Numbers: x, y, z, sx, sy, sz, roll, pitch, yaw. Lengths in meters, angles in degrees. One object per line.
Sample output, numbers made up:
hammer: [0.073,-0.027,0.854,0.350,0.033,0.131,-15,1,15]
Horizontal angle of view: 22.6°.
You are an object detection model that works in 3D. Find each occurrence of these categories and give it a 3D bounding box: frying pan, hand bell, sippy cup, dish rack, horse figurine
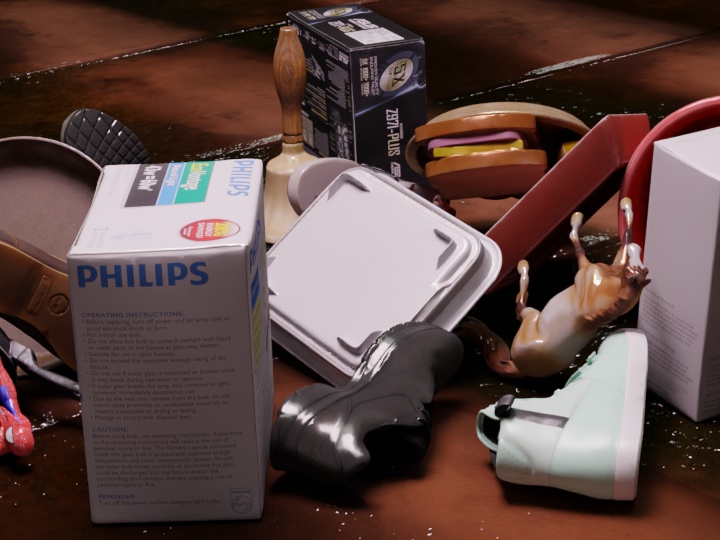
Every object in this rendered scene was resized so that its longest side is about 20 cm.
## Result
frying pan: [-0.288,0.054,1.394,0.189,0.115,0.031,1,50,39]
hand bell: [-0.066,-0.136,1.751,0.103,0.202,0.104,-2,21,1]
sippy cup: [-0.267,-0.031,1.591,0.139,0.179,0.130,-32,-8,7]
dish rack: [0.000,0.000,1.454,0.172,0.044,0.200,-47,46,-10]
horse figurine: [0.158,0.027,1.406,0.050,0.200,0.133,30,36,-26]

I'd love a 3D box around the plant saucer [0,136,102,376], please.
plant saucer: [-0.282,-0.010,1.501,0.198,0.202,0.032,0,-10,8]

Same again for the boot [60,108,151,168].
boot: [-0.246,-0.092,1.735,0.130,0.200,0.068,20,73,44]

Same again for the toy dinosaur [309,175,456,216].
toy dinosaur: [0.005,-0.028,1.630,0.199,0.106,0.181,-6,-3,28]

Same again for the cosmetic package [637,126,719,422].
cosmetic package: [0.276,-0.001,1.349,0.107,0.202,0.085,-12,28,-27]

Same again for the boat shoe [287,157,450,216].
boat shoe: [-0.013,-0.066,1.700,0.199,0.075,0.092,14,-1,-44]

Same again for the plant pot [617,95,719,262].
plant pot: [0.318,-0.055,1.532,0.199,0.202,0.177,1,9,9]

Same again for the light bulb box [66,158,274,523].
light bulb box: [-0.128,0.045,1.284,0.124,0.202,0.198,-2,20,0]

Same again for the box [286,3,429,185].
box: [-0.004,-0.182,1.915,0.085,0.165,0.200,-10,21,-19]

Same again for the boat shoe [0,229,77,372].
boat shoe: [-0.246,0.022,1.425,0.200,0.071,0.070,38,-2,-28]

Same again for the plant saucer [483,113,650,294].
plant saucer: [0.169,-0.052,1.537,0.037,0.200,0.200,48,17,10]

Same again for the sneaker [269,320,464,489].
sneaker: [0.023,0.105,1.312,0.090,0.076,0.200,23,38,30]

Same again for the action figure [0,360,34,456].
action figure: [-0.311,0.082,1.362,0.065,0.100,0.199,-23,31,-40]

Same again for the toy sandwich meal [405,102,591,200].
toy sandwich meal: [0.132,-0.093,1.661,0.203,0.071,0.205,1,-20,0]

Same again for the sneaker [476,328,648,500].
sneaker: [0.146,0.092,1.300,0.117,0.074,0.201,6,24,8]
